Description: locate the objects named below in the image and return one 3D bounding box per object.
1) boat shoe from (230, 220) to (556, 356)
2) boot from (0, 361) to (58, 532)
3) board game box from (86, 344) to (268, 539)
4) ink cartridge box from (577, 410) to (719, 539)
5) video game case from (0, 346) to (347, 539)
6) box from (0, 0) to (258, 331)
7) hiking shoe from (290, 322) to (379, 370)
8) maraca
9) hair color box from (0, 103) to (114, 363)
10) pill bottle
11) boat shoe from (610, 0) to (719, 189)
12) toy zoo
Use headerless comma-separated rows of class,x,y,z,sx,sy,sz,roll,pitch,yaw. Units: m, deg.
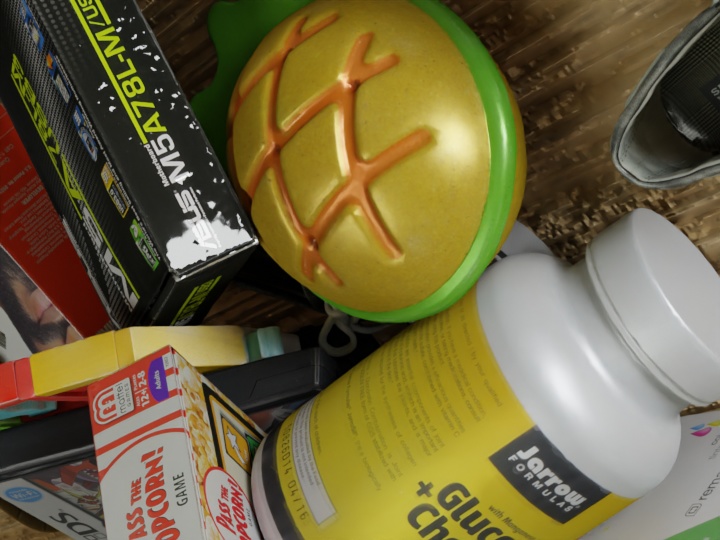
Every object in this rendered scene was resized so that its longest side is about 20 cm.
boat shoe,-0.001,-0.002,0.859,0.199,0.068,0.074,20,140,33
boot,-0.253,0.070,1.159,0.200,0.072,0.155,46,176,-16
board game box,-0.039,0.145,0.813,0.046,0.152,0.200,-26,138,13
ink cartridge box,0.122,0.138,0.812,0.084,0.145,0.200,53,147,-13
video game case,-0.061,0.107,0.925,0.200,0.026,0.181,-16,145,25
box,-0.122,-0.070,0.841,0.200,0.047,0.193,63,161,4
hiking shoe,-0.063,0.099,0.989,0.200,0.076,0.101,-16,124,26
maraca,-0.009,-0.057,0.773,0.200,0.107,0.137,31,110,43
hair color box,-0.185,0.007,1.075,0.200,0.064,0.111,49,146,-10
pill bottle,0.059,0.063,0.768,0.200,0.112,0.112,-38,98,24
boat shoe,0.153,-0.076,0.606,0.072,0.071,0.200,44,147,1
toy zoo,-0.120,0.053,0.897,0.200,0.131,0.020,-17,78,32
